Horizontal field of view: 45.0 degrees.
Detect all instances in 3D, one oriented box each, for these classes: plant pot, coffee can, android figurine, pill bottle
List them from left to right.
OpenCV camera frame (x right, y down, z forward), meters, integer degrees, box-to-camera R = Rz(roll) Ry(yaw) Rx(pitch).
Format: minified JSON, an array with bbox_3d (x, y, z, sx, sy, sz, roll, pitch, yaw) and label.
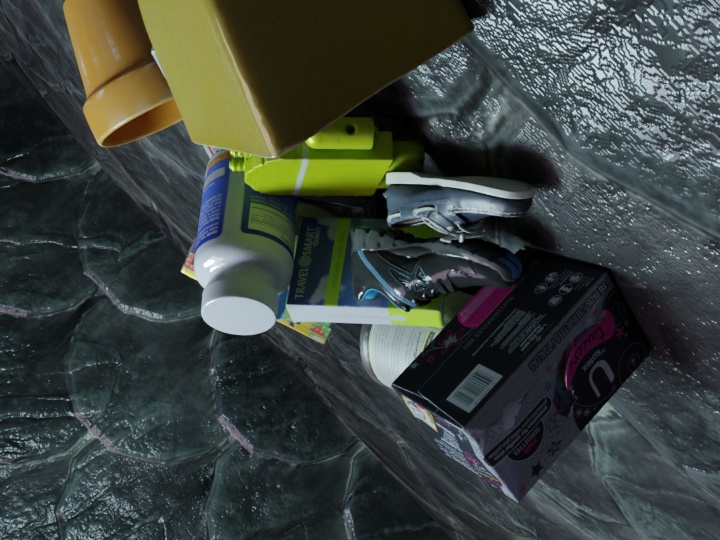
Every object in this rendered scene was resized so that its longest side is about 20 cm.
[{"bbox_3d":[-0.299,-0.293,1.166,0.185,0.199,0.200,64,163,-5],"label":"plant pot"},{"bbox_3d":[-0.129,-0.034,0.982,0.111,0.202,0.112,1,148,0],"label":"pill bottle"},{"bbox_3d":[-0.070,-0.227,0.667,0.194,0.195,0.201,21,143,59],"label":"plant pot"},{"bbox_3d":[-0.038,-0.113,0.909,0.182,0.198,0.042,123,147,-76],"label":"android figurine"},{"bbox_3d":[0.115,0.099,1.032,0.199,0.146,0.147,20,151,49],"label":"coffee can"}]

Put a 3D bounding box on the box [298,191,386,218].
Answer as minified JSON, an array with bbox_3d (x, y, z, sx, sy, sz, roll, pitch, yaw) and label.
[{"bbox_3d":[-0.057,-0.065,1.177,0.198,0.049,0.162,11,147,24],"label":"box"}]

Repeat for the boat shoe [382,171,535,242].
[{"bbox_3d":[0.086,-0.059,0.822,0.199,0.074,0.063,12,99,52],"label":"boat shoe"}]

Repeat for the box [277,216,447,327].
[{"bbox_3d":[0.000,0.000,0.998,0.198,0.123,0.048,2,150,11],"label":"box"}]

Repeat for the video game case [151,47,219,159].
[{"bbox_3d":[-0.153,-0.213,1.076,0.141,0.018,0.201,-6,146,11],"label":"video game case"}]

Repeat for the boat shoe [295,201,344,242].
[{"bbox_3d":[-0.010,-0.027,1.088,0.199,0.064,0.073,18,150,-1],"label":"boat shoe"}]

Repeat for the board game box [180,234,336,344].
[{"bbox_3d":[-0.116,0.000,1.122,0.199,0.057,0.165,27,-164,-7],"label":"board game box"}]

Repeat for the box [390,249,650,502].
[{"bbox_3d":[0.155,0.096,0.839,0.115,0.200,0.132,52,165,-27],"label":"box"}]

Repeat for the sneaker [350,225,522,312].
[{"bbox_3d":[0.075,0.003,0.894,0.199,0.083,0.073,9,-173,39],"label":"sneaker"}]
